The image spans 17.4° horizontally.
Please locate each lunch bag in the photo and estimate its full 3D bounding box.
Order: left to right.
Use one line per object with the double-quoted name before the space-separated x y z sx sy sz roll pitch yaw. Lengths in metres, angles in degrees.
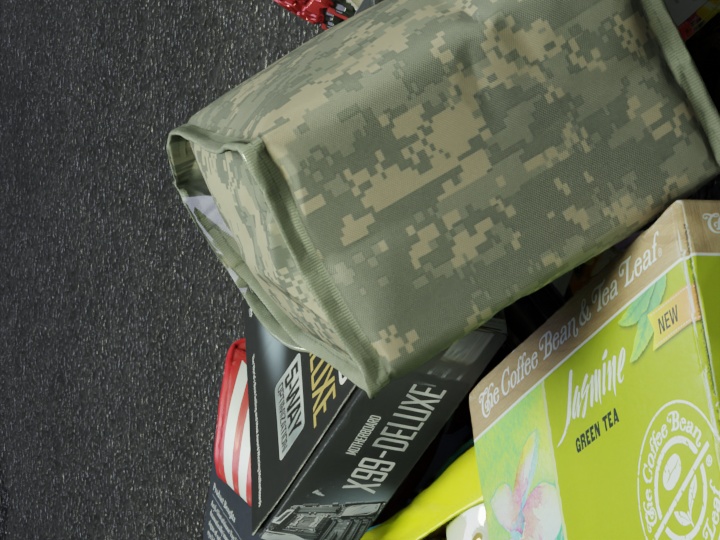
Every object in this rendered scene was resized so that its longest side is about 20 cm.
"lunch bag" 0.023 -0.048 0.895 0.118 0.163 0.200 61 171 -14

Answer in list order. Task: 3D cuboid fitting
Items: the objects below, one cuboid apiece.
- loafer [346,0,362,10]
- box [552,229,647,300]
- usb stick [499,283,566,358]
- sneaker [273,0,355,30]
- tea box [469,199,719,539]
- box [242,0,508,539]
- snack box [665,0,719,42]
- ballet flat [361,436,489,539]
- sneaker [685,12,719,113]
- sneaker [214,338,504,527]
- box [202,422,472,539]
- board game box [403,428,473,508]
"loafer" 0.040 -0.125 1.232 0.200 0.075 0.069 -141 61 -63
"box" 0.135 0.002 1.032 0.200 0.041 0.039 169 99 -67
"usb stick" 0.085 0.034 1.073 0.200 0.032 0.056 53 160 21
"sneaker" -0.014 -0.199 1.408 0.096 0.079 0.200 -59 13 -3
"tea box" 0.146 0.102 0.874 0.200 0.132 0.198 130 137 -59
"box" 0.000 0.000 1.050 0.201 0.049 0.158 -95 28 -42
"snack box" 0.121 -0.163 0.947 0.053 0.142 0.200 54 170 -23
"ballet flat" 0.041 0.128 1.044 0.199 0.067 0.067 -35 41 31
"sneaker" 0.136 -0.090 0.985 0.200 0.075 0.071 -127 42 -58
"sneaker" 0.003 0.037 1.150 0.115 0.200 0.079 32 155 21
"box" -0.006 0.187 1.245 0.104 0.147 0.202 -137 52 -63
"board game box" 0.062 0.154 1.075 0.135 0.028 0.200 -47 28 -5
